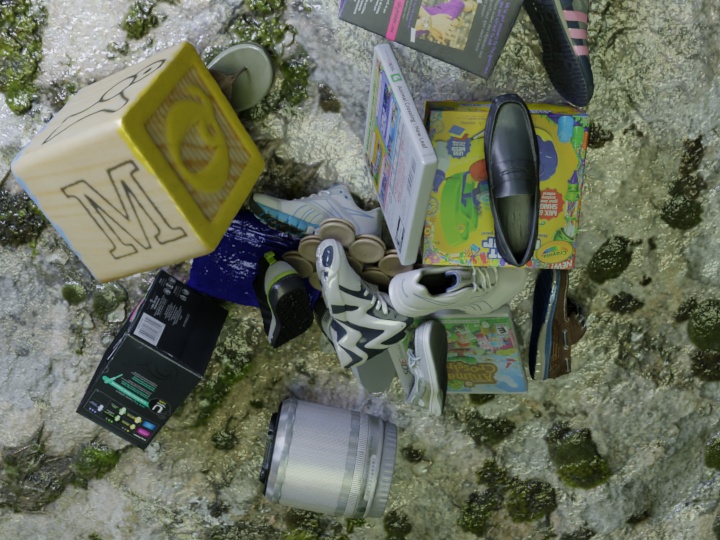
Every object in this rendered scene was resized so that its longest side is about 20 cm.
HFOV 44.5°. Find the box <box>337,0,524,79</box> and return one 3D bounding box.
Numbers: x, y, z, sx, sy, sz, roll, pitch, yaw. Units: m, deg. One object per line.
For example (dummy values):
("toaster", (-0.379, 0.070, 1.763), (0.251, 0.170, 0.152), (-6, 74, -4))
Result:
("box", (0.082, -0.326, 1.049), (0.196, 0.123, 0.107), (20, 117, -9))

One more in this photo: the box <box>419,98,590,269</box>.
("box", (0.178, -0.114, 1.139), (0.195, 0.122, 0.197), (1, 107, 0))

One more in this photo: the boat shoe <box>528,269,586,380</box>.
("boat shoe", (0.292, 0.074, 1.294), (0.071, 0.073, 0.203), (-2, 129, -2))

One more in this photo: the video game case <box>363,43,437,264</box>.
("video game case", (0.044, -0.138, 1.076), (0.022, 0.185, 0.201), (-12, 149, -12))

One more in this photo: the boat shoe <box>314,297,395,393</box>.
("boat shoe", (-0.007, 0.109, 1.324), (0.068, 0.056, 0.201), (-41, 132, -9))

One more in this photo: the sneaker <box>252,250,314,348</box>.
("sneaker", (-0.112, 0.035, 1.239), (0.071, 0.083, 0.201), (-27, 156, -20))

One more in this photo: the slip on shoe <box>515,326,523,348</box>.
("slip on shoe", (0.157, 0.065, 1.291), (0.061, 0.075, 0.199), (-38, 115, 24))

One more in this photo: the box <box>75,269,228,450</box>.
("box", (-0.305, 0.133, 1.289), (0.123, 0.150, 0.200), (32, 126, -14))

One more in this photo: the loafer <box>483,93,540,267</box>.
("loafer", (0.184, -0.104, 1.041), (0.066, 0.071, 0.205), (-5, 107, 3))

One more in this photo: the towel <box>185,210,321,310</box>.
("towel", (-0.146, -0.005, 1.277), (0.196, 0.050, 0.150), (16, 117, -6))

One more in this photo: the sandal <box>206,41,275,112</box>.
("sandal", (-0.199, -0.229, 1.152), (0.198, 0.058, 0.081), (-23, 113, 16))

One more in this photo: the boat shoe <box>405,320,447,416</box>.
("boat shoe", (0.090, 0.142, 1.266), (0.063, 0.076, 0.204), (6, 146, 12))

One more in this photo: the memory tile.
("memory tile", (0.000, 0.000, 1.220), (0.198, 0.017, 0.153), (28, 140, -24))

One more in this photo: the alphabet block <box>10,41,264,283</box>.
("alphabet block", (-0.271, -0.132, 1.100), (0.197, 0.197, 0.198), (-12, 126, 31))

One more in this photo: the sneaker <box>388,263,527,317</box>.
("sneaker", (0.139, 0.021, 1.158), (0.196, 0.087, 0.076), (-10, 80, -20))

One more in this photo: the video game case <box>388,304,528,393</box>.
("video game case", (0.137, 0.120, 1.295), (0.196, 0.022, 0.184), (-3, 135, 20))

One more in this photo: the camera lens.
("camera lens", (-0.052, 0.294, 1.372), (0.196, 0.161, 0.163), (11, 119, -3))

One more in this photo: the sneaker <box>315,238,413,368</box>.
("sneaker", (0.015, 0.034, 1.193), (0.127, 0.080, 0.203), (-16, 118, -8))

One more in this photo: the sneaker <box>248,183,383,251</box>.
("sneaker", (-0.057, -0.083, 1.219), (0.196, 0.075, 0.089), (17, 83, -17))

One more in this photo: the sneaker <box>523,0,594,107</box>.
("sneaker", (0.264, -0.300, 1.090), (0.082, 0.070, 0.202), (-43, 131, -16))
